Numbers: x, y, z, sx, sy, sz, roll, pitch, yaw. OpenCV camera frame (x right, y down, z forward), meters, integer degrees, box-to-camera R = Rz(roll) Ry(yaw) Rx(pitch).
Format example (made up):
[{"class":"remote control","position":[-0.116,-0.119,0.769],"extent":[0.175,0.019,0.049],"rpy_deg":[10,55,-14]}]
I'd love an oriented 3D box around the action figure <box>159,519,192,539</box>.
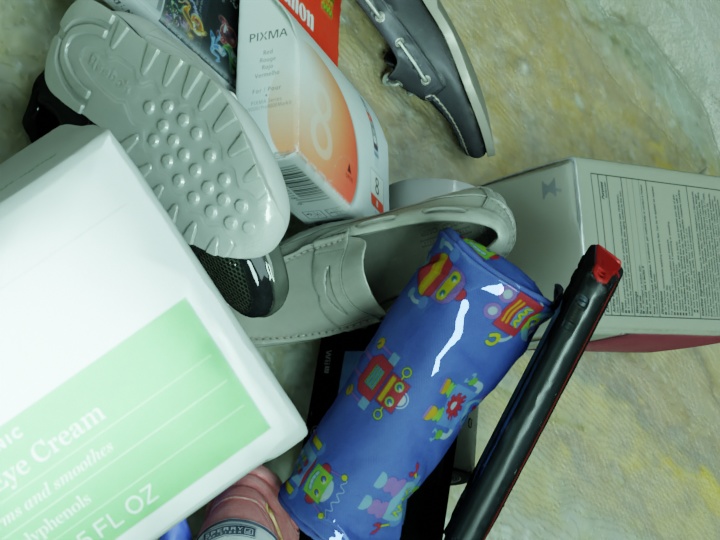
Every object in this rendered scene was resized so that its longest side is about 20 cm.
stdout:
[{"class":"action figure","position":[-0.127,0.095,0.913],"extent":[0.099,0.065,0.201],"rpy_deg":[39,57,-39]}]

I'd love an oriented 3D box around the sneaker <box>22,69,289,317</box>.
[{"class":"sneaker","position":[-0.130,-0.040,0.929],"extent":[0.114,0.076,0.200],"rpy_deg":[-37,94,-35]}]

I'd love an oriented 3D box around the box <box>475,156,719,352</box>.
[{"class":"box","position":[0.193,-0.006,1.190],"extent":[0.199,0.109,0.129],"rpy_deg":[4,78,-41]}]

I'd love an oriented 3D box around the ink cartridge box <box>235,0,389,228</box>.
[{"class":"ink cartridge box","position":[-0.025,-0.132,1.016],"extent":[0.162,0.050,0.201],"rpy_deg":[41,49,-61]}]

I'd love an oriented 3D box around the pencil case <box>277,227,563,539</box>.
[{"class":"pencil case","position":[0.034,0.072,0.909],"extent":[0.087,0.078,0.200],"rpy_deg":[22,103,-52]}]

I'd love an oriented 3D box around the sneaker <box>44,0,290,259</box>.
[{"class":"sneaker","position":[-0.088,-0.078,0.841],"extent":[0.080,0.077,0.200],"rpy_deg":[15,28,-52]}]

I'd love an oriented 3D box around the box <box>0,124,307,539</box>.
[{"class":"box","position":[-0.166,0.050,0.757],"extent":[0.199,0.200,0.172],"rpy_deg":[-35,103,-10]}]

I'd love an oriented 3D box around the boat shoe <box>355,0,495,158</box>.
[{"class":"boat shoe","position":[0.040,-0.161,1.135],"extent":[0.073,0.062,0.201],"rpy_deg":[-95,159,-60]}]

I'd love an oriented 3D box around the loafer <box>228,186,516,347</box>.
[{"class":"loafer","position":[0.000,0.000,0.970],"extent":[0.070,0.199,0.070],"rpy_deg":[-55,122,-77]}]

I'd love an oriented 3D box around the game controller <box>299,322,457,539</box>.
[{"class":"game controller","position":[0.012,0.106,0.990],"extent":[0.042,0.104,0.201],"rpy_deg":[45,51,-62]}]

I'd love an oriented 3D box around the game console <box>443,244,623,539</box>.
[{"class":"game console","position":[0.099,0.080,0.930],"extent":[0.201,0.031,0.177],"rpy_deg":[-65,170,9]}]

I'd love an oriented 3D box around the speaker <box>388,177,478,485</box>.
[{"class":"speaker","position":[0.046,0.041,1.070],"extent":[0.081,0.081,0.201],"rpy_deg":[19,69,-37]}]

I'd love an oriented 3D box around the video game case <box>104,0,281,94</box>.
[{"class":"video game case","position":[-0.111,-0.222,0.982],"extent":[0.182,0.023,0.201],"rpy_deg":[40,44,-41]}]

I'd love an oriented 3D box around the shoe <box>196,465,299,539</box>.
[{"class":"shoe","position":[-0.057,0.217,0.944],"extent":[0.091,0.071,0.201],"rpy_deg":[-83,166,-65]}]
